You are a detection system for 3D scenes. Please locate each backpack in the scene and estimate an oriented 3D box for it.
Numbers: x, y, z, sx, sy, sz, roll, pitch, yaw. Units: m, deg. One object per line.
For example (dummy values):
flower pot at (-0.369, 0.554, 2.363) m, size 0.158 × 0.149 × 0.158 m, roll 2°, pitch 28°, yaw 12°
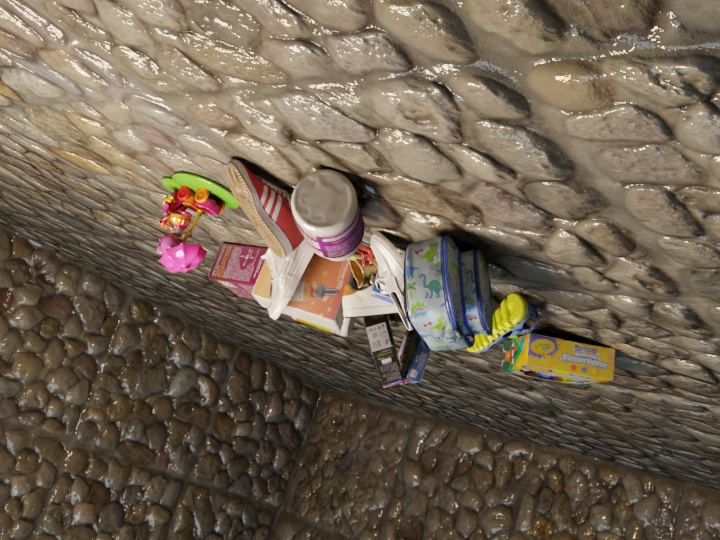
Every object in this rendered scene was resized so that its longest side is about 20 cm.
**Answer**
backpack at (0.156, 0.034, 1.477) m, size 0.145 × 0.186 × 0.200 m, roll -10°, pitch 157°, yaw 18°

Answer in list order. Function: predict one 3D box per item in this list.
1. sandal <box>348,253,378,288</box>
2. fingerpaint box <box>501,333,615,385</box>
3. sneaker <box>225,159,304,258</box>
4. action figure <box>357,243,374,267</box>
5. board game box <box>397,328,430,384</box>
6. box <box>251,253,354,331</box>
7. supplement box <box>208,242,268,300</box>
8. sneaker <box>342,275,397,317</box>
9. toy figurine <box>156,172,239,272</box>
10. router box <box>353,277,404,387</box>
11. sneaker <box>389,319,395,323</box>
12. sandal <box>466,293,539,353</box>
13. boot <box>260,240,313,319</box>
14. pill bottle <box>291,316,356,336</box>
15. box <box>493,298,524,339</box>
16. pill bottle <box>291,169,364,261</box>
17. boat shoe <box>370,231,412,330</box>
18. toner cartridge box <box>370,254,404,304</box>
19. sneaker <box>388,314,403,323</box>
sandal at (-0.002, 0.001, 1.778) m, size 0.210 × 0.070 × 0.078 m, roll 24°, pitch 165°, yaw -16°
fingerpaint box at (0.431, 0.200, 1.837) m, size 0.197 × 0.074 × 0.167 m, roll 11°, pitch 167°, yaw -8°
sneaker at (-0.157, -0.135, 1.532) m, size 0.071 × 0.112 × 0.201 m, roll 0°, pitch 126°, yaw 58°
action figure at (-0.067, -0.063, 1.689) m, size 0.198 × 0.052 × 0.065 m, roll 27°, pitch 168°, yaw -16°
board game box at (0.132, 0.158, 1.908) m, size 0.034 × 0.202 × 0.135 m, roll 23°, pitch 166°, yaw -11°
box at (-0.118, 0.027, 1.866) m, size 0.197 × 0.154 × 0.106 m, roll 16°, pitch 166°, yaw 11°
supplement box at (-0.261, 0.009, 2.099) m, size 0.198 × 0.104 × 0.131 m, roll 8°, pitch 162°, yaw 38°
sneaker at (0.060, 0.049, 1.729) m, size 0.197 × 0.086 × 0.073 m, roll -4°, pitch 173°, yaw -12°
toy figurine at (-0.369, -0.088, 1.725) m, size 0.198 × 0.186 × 0.150 m, roll 11°, pitch 163°, yaw 35°
router box at (0.040, 0.130, 1.831) m, size 0.052 × 0.202 × 0.158 m, roll -16°, pitch 143°, yaw 1°
sneaker at (0.048, 0.064, 1.988) m, size 0.198 × 0.076 × 0.079 m, roll 23°, pitch -167°, yaw -29°
sandal at (0.293, 0.119, 1.718) m, size 0.086 × 0.080 × 0.199 m, roll 14°, pitch 149°, yaw -32°
boot at (-0.171, -0.004, 1.759) m, size 0.095 × 0.202 × 0.074 m, roll 26°, pitch -177°, yaw -12°
pill bottle at (-0.109, 0.093, 2.187) m, size 0.198 × 0.111 × 0.109 m, roll 17°, pitch 166°, yaw 10°
box at (0.258, 0.094, 1.838) m, size 0.143 × 0.037 × 0.200 m, roll 9°, pitch 160°, yaw 38°
pill bottle at (-0.051, -0.085, 1.443) m, size 0.111 × 0.114 × 0.200 m, roll 17°, pitch 165°, yaw 12°
boat shoe at (0.065, 0.024, 1.609) m, size 0.201 × 0.068 × 0.072 m, roll 60°, pitch 167°, yaw -17°
toner cartridge box at (0.128, 0.037, 1.683) m, size 0.198 × 0.096 × 0.043 m, roll 19°, pitch 165°, yaw 2°
sneaker at (0.086, 0.062, 1.859) m, size 0.081 × 0.076 × 0.200 m, roll 6°, pitch 156°, yaw -11°
